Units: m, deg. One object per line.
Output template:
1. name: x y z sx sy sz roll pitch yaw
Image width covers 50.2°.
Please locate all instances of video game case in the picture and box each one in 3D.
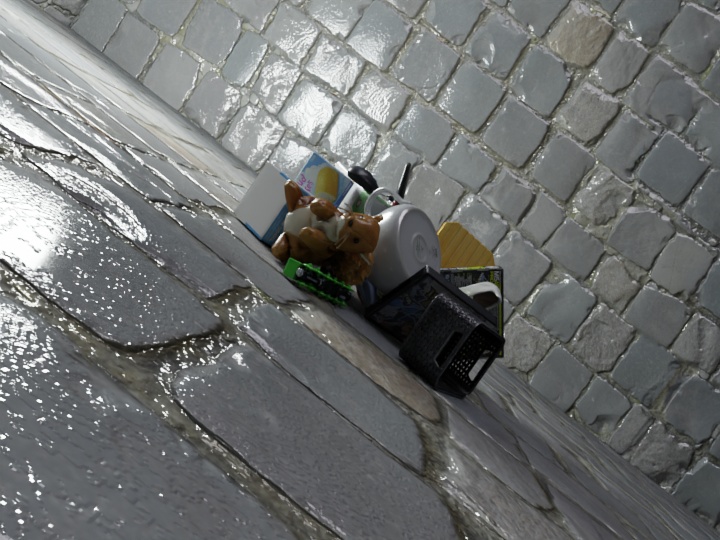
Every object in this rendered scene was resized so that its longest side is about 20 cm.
1. video game case: 0.137 0.092 1.506 0.198 0.180 0.026 35 40 -25

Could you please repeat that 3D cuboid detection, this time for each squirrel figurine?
1. squirrel figurine: -0.038 -0.060 1.402 0.182 0.145 0.200 2 -25 26

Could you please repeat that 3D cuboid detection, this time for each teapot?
1. teapot: 0.063 -0.035 1.554 0.143 0.202 0.200 -9 -55 36

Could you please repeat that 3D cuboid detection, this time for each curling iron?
1. curling iron: 0.091 -0.145 1.705 0.048 0.206 0.026 10 -19 -4

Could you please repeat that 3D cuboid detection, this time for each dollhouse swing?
1. dollhouse swing: 0.235 0.000 1.823 0.199 0.177 0.182 40 3 -8

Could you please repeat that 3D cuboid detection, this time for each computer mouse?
1. computer mouse: 0.049 -0.182 1.721 0.198 0.034 0.059 27 15 -37

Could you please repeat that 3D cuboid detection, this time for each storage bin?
1. storage bin: 0.167 0.137 1.373 0.093 0.137 0.199 37 3 28

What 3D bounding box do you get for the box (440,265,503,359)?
1. box: 0.241 0.096 1.721 0.155 0.206 0.044 -3 8 -4

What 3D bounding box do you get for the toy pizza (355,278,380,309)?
1. toy pizza: 0.000 0.000 1.635 0.200 0.031 0.206 -14 91 -78

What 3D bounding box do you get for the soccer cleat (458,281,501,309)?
1. soccer cleat: 0.208 0.071 1.650 0.078 0.195 0.071 -111 -175 -73

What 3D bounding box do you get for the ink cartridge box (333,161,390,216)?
1. ink cartridge box: -0.026 -0.138 1.779 0.086 0.147 0.200 24 16 -39

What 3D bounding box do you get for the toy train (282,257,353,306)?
1. toy train: -0.071 0.021 1.332 0.056 0.043 0.199 26 -2 26

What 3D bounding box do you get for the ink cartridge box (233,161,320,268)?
1. ink cartridge box: -0.129 -0.098 1.548 0.199 0.126 0.128 35 4 -45

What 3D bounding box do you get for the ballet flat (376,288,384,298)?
1. ballet flat: 0.071 0.061 1.642 0.066 0.067 0.204 8 51 -46

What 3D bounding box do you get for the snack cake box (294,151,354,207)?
1. snack cake box: -0.114 -0.146 1.695 0.114 0.202 0.067 34 5 -7

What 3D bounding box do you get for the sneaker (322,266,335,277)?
1. sneaker: -0.053 -0.024 1.811 0.114 0.076 0.200 37 9 -9
